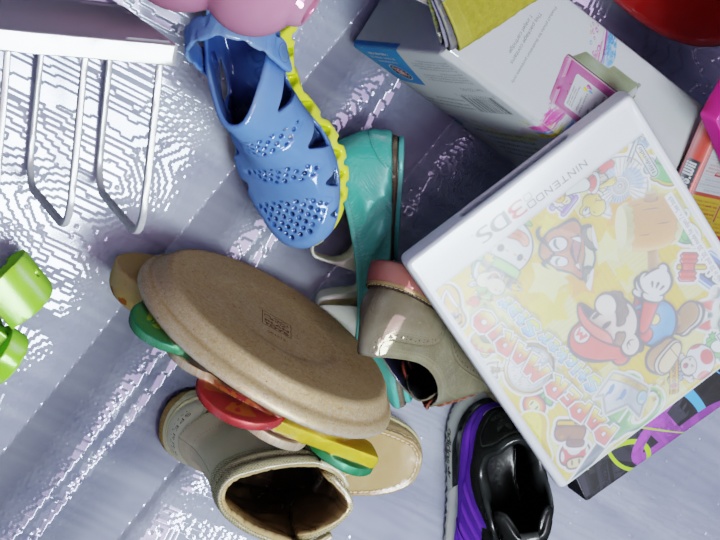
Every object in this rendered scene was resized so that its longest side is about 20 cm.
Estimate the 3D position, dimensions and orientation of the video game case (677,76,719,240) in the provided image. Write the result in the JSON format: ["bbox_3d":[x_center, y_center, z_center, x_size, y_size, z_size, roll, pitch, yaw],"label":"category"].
[{"bbox_3d":[0.241,-0.036,1.242,0.143,0.017,0.202,4,110,-61],"label":"video game case"}]

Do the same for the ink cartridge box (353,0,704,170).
[{"bbox_3d":[0.116,-0.130,1.206,0.199,0.144,0.085,35,84,-26],"label":"ink cartridge box"}]

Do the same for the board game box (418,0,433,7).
[{"bbox_3d":[0.042,-0.289,1.095,0.096,0.160,0.201,16,112,-40],"label":"board game box"}]

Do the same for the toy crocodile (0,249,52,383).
[{"bbox_3d":[-0.278,0.069,1.150,0.067,0.062,0.200,38,92,-26],"label":"toy crocodile"}]

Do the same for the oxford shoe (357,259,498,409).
[{"bbox_3d":[0.058,0.064,1.218,0.199,0.070,0.075,35,70,-42],"label":"oxford shoe"}]

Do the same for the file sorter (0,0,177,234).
[{"bbox_3d":[-0.231,-0.100,1.079,0.198,0.139,0.126,3,106,-23],"label":"file sorter"}]

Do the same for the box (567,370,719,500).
[{"bbox_3d":[0.217,0.060,1.338,0.199,0.036,0.144,-34,113,-12],"label":"box"}]

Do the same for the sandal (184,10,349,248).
[{"bbox_3d":[-0.068,-0.105,1.162,0.079,0.087,0.202,-12,107,26],"label":"sandal"}]

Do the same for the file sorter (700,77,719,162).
[{"bbox_3d":[0.334,-0.138,1.159,0.201,0.125,0.139,-60,152,-7],"label":"file sorter"}]

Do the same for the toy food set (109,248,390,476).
[{"bbox_3d":[-0.067,0.053,1.154,0.199,0.198,0.049,25,107,-28],"label":"toy food set"}]

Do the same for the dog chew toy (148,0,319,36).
[{"bbox_3d":[-0.110,-0.216,1.077,0.199,0.125,0.125,37,88,5],"label":"dog chew toy"}]

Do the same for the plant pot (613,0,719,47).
[{"bbox_3d":[0.253,-0.285,1.211,0.177,0.200,0.201,-41,115,-19],"label":"plant pot"}]

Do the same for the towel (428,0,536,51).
[{"bbox_3d":[0.112,-0.228,1.057,0.199,0.023,0.144,-31,133,-9],"label":"towel"}]

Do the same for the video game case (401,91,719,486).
[{"bbox_3d":[0.152,0.015,1.164,0.181,0.023,0.201,-36,111,-2],"label":"video game case"}]

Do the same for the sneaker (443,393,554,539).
[{"bbox_3d":[0.107,0.196,1.310,0.069,0.099,0.202,-12,107,-16],"label":"sneaker"}]

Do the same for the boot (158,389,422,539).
[{"bbox_3d":[-0.026,0.139,1.211,0.198,0.155,0.074,13,99,-24],"label":"boot"}]

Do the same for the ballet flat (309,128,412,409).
[{"bbox_3d":[0.000,0.000,1.246,0.070,0.067,0.202,-2,105,3],"label":"ballet flat"}]
